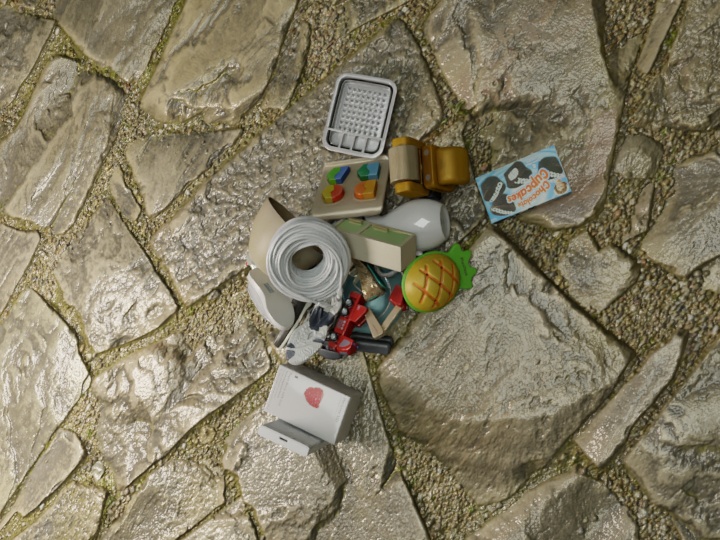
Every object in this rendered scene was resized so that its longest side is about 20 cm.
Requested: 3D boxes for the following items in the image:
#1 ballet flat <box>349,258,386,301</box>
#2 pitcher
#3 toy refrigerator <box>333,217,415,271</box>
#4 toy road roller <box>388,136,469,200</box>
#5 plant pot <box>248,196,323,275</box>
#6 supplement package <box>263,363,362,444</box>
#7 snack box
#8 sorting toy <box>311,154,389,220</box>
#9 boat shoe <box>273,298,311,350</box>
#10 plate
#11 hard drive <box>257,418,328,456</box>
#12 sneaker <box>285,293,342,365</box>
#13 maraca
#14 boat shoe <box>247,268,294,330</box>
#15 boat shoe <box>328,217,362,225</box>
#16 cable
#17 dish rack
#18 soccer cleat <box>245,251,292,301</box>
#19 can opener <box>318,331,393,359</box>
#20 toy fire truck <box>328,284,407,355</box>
[{"bbox_3d":[0.000,0.000,1.599,0.065,0.070,0.201,-41,39,12],"label":"ballet flat"},{"bbox_3d":[0.115,-0.078,1.592,0.195,0.121,0.177,-7,89,25],"label":"pitcher"},{"bbox_3d":[0.027,-0.067,1.542,0.196,0.076,0.072,16,125,30],"label":"toy refrigerator"},{"bbox_3d":[0.168,-0.241,1.544,0.143,0.198,0.127,-8,82,37],"label":"toy road roller"},{"bbox_3d":[-0.199,-0.061,1.630,0.134,0.200,0.201,-44,76,6],"label":"plant pot"},{"bbox_3d":[-0.113,0.321,1.619,0.196,0.120,0.124,21,90,16],"label":"supplement package"},{"bbox_3d":[0.383,-0.200,1.560,0.196,0.037,0.119,-22,80,13],"label":"snack box"},{"bbox_3d":[-0.023,-0.211,1.628,0.180,0.037,0.203,-5,47,16],"label":"sorting toy"},{"bbox_3d":[-0.167,0.102,1.642,0.060,0.072,0.204,31,99,-1],"label":"boat shoe"},{"bbox_3d":[0.016,0.059,1.652,0.194,0.026,0.206,-1,86,15],"label":"plate"},{"bbox_3d":[-0.148,0.391,1.581,0.129,0.200,0.027,20,90,16],"label":"hard drive"},{"bbox_3d":[-0.113,0.148,1.622,0.078,0.130,0.203,25,75,5],"label":"sneaker"},{"bbox_3d":[0.186,0.018,1.560,0.196,0.107,0.140,-25,106,-15],"label":"maraca"},{"bbox_3d":[-0.225,0.083,1.614,0.200,0.071,0.070,47,136,30],"label":"boat shoe"},{"bbox_3d":[-0.028,-0.127,1.665,0.200,0.074,0.067,-46,109,1],"label":"boat shoe"},{"bbox_3d":[-0.118,-0.026,1.518,0.195,0.070,0.204,14,114,-14],"label":"cable"},{"bbox_3d":[0.002,-0.390,1.683,0.167,0.043,0.206,14,90,18],"label":"dish rack"},{"bbox_3d":[-0.220,0.024,1.706,0.077,0.069,0.201,-38,84,4],"label":"soccer cleat"},{"bbox_3d":[-0.015,0.191,1.647,0.194,0.054,0.069,5,119,16],"label":"can opener"},{"bbox_3d":[0.020,0.120,1.590,0.138,0.049,0.204,19,77,24],"label":"toy fire truck"}]
